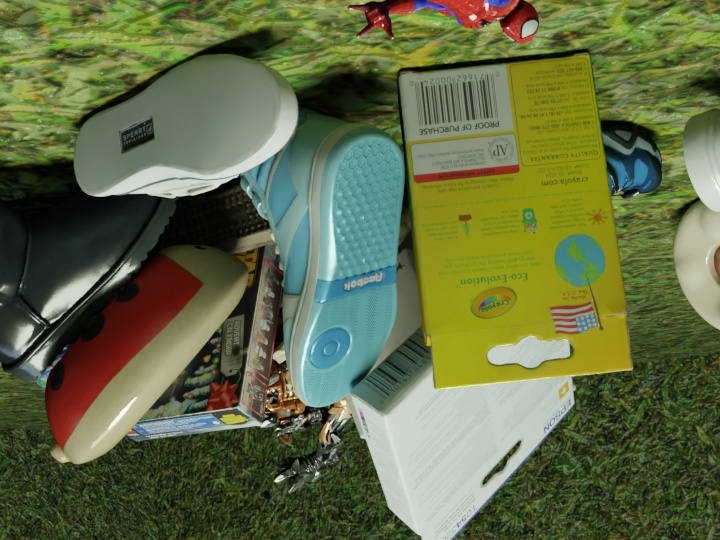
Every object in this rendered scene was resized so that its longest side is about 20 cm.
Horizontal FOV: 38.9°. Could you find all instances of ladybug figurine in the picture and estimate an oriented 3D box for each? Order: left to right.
[{"bbox_3d":[-0.166,0.055,0.763,0.072,0.201,0.136,42,158,-7],"label":"ladybug figurine"}]

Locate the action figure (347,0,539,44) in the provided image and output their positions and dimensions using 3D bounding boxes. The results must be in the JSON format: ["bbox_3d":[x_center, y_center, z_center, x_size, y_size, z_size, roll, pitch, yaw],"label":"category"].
[{"bbox_3d":[0.028,-0.141,0.472,0.065,0.052,0.199,-19,165,37],"label":"action figure"}]

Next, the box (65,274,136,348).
[{"bbox_3d":[-0.283,0.017,0.866,0.198,0.076,0.100,15,175,20],"label":"box"}]

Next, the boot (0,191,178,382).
[{"bbox_3d":[-0.244,-0.037,0.719,0.168,0.201,0.076,42,178,-34],"label":"boot"}]

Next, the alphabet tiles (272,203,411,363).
[{"bbox_3d":[0.000,0.000,0.874,0.200,0.015,0.196,-48,-177,-22],"label":"alphabet tiles"}]

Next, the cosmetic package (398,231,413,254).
[{"bbox_3d":[0.130,-0.024,0.999,0.197,0.072,0.105,-7,166,10],"label":"cosmetic package"}]

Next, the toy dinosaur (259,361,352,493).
[{"bbox_3d":[-0.035,0.128,0.957,0.198,0.103,0.136,22,124,-17],"label":"toy dinosaur"}]

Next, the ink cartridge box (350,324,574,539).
[{"bbox_3d":[0.089,0.099,0.790,0.043,0.196,0.201,31,150,35],"label":"ink cartridge box"}]

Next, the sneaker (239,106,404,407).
[{"bbox_3d":[-0.036,-0.018,0.704,0.079,0.203,0.130,-6,-153,-36],"label":"sneaker"}]

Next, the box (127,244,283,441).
[{"bbox_3d":[-0.135,0.042,0.889,0.135,0.202,0.040,-12,146,27],"label":"box"}]

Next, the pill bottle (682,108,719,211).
[{"bbox_3d":[0.312,-0.096,0.648,0.110,0.112,0.199,6,164,-44],"label":"pill bottle"}]

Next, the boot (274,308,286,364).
[{"bbox_3d":[-0.068,0.039,1.062,0.162,0.067,0.200,-4,-161,1],"label":"boot"}]

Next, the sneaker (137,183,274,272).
[{"bbox_3d":[-0.123,-0.033,0.852,0.197,0.071,0.075,-8,169,16],"label":"sneaker"}]

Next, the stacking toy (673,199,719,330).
[{"bbox_3d":[0.441,-0.027,1.063,0.198,0.148,0.146,-18,175,-26],"label":"stacking toy"}]

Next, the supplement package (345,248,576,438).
[{"bbox_3d":[0.080,0.078,0.926,0.119,0.122,0.199,-39,147,27],"label":"supplement package"}]

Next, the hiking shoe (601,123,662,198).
[{"bbox_3d":[0.159,-0.065,0.780,0.198,0.088,0.074,3,166,-36],"label":"hiking shoe"}]

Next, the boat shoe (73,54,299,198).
[{"bbox_3d":[-0.101,-0.081,0.640,0.198,0.073,0.065,-15,169,41],"label":"boat shoe"}]

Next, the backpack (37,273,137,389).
[{"bbox_3d":[-0.279,0.060,1.106,0.198,0.156,0.162,2,-178,39],"label":"backpack"}]

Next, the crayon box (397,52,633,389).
[{"bbox_3d":[0.094,-0.029,0.647,0.125,0.203,0.051,-5,169,1],"label":"crayon box"}]
